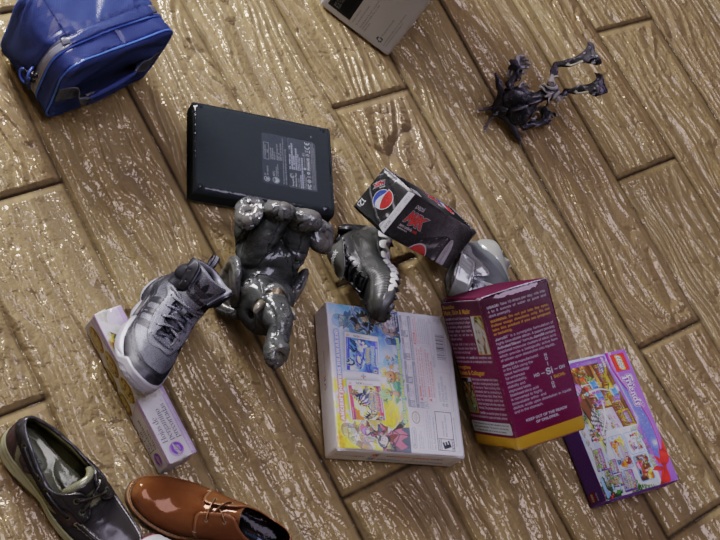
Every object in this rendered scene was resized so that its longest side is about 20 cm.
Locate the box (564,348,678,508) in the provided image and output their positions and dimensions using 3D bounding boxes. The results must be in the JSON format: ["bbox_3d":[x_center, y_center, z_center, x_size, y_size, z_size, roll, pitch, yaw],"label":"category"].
[{"bbox_3d":[0.344,0.216,1.791,0.136,0.039,0.201,-8,69,-31],"label":"box"}]

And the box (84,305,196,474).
[{"bbox_3d":[-0.258,0.137,1.508,0.039,0.041,0.200,-21,77,-36],"label":"box"}]

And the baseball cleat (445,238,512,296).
[{"bbox_3d":[0.177,0.051,1.781,0.106,0.070,0.201,-8,60,-24],"label":"baseball cleat"}]

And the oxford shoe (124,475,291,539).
[{"bbox_3d":[-0.168,0.275,1.467,0.199,0.071,0.072,22,58,-15],"label":"oxford shoe"}]

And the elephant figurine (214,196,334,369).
[{"bbox_3d":[-0.120,0.018,1.600,0.141,0.155,0.201,11,84,16],"label":"elephant figurine"}]

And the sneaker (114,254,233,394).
[{"bbox_3d":[-0.213,0.052,1.495,0.075,0.114,0.200,44,28,-21],"label":"sneaker"}]

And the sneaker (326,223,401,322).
[{"bbox_3d":[0.000,0.000,1.680,0.090,0.067,0.200,11,32,-11],"label":"sneaker"}]

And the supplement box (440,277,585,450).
[{"bbox_3d":[0.194,0.119,1.663,0.103,0.131,0.201,-16,93,-19],"label":"supplement box"}]

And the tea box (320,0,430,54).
[{"bbox_3d":[0.071,-0.465,1.902,0.133,0.200,0.197,36,54,-7],"label":"tea box"}]

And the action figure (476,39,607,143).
[{"bbox_3d":[0.272,-0.271,1.972,0.199,0.102,0.119,-20,106,4],"label":"action figure"}]

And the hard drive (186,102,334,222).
[{"bbox_3d":[-0.134,-0.144,1.727,0.199,0.033,0.140,9,61,-24],"label":"hard drive"}]

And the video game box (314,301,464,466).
[{"bbox_3d":[0.036,0.148,1.658,0.182,0.047,0.201,9,60,-27],"label":"video game box"}]

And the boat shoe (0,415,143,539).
[{"bbox_3d":[-0.312,0.240,1.408,0.201,0.066,0.072,46,51,0],"label":"boat shoe"}]

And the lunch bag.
[{"bbox_3d":[-0.344,-0.282,1.622,0.200,0.136,0.132,-33,83,-36],"label":"lunch bag"}]

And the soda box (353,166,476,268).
[{"bbox_3d":[0.075,-0.067,1.706,0.063,0.071,0.200,44,10,30],"label":"soda box"}]

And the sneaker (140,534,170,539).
[{"bbox_3d":[-0.180,0.378,1.384,0.081,0.088,0.201,-28,94,-36],"label":"sneaker"}]
